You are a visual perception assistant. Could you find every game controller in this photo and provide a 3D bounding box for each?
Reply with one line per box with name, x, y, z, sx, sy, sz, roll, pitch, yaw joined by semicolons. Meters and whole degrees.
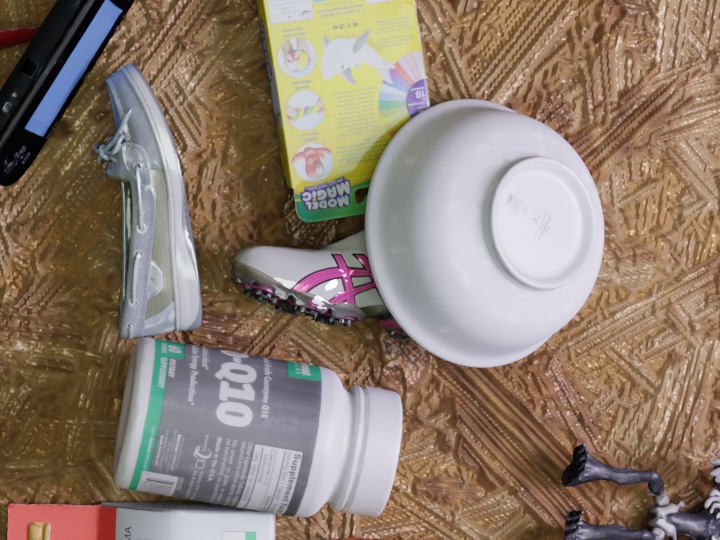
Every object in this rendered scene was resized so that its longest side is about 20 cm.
game controller;-0.213;-0.149;1.576;0.042;0.104;0.200;33;91;13

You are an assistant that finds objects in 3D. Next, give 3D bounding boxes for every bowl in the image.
bowl;0.110;-0.031;1.605;0.201;0.090;0.202;3;84;-33

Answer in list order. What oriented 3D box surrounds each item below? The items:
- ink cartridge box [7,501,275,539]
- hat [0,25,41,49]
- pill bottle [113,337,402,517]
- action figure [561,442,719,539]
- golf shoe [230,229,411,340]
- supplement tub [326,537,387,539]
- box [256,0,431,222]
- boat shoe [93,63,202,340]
ink cartridge box;-0.166;0.256;1.648;0.199;0.050;0.162;2;92;-12
hat;-0.327;-0.120;1.607;0.199;0.176;0.166;6;100;28
pill bottle;-0.077;0.120;1.620;0.199;0.113;0.114;10;94;-10
action figure;0.257;0.195;1.684;0.199;0.102;0.119;10;83;-8
golf shoe;0.000;0.000;1.643;0.199;0.073;0.092;12;86;-19
supplement tub;0.001;0.309;1.646;0.122;0.123;0.201;2;95;-9
box;-0.009;-0.142;1.636;0.117;0.048;0.201;-9;95;-8
boat shoe;-0.163;-0.049;1.611;0.065;0.074;0.203;-12;104;-11
